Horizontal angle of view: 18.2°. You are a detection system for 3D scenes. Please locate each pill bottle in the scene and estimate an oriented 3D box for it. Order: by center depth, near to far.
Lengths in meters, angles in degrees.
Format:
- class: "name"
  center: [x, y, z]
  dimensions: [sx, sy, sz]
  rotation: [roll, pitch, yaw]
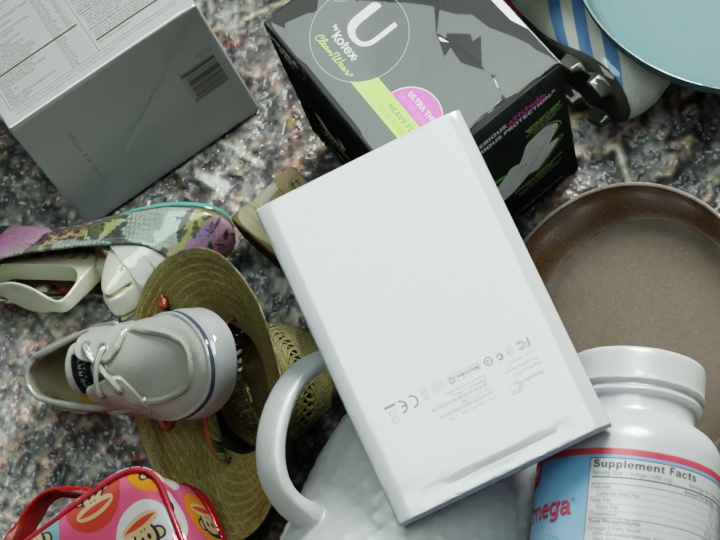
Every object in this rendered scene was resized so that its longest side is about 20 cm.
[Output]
- class: "pill bottle"
  center: [0.152, 0.151, 1.295]
  dimensions: [0.108, 0.109, 0.201]
  rotation: [1, 68, 16]

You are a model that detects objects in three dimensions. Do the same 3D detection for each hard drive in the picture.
- class: "hard drive"
  center: [0.040, 0.027, 1.281]
  dimensions: [0.132, 0.025, 0.200]
  rotation: [-26, 77, 5]

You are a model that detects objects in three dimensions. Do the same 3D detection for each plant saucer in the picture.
- class: "plant saucer"
  center: [0.169, 0.046, 1.396]
  dimensions: [0.200, 0.032, 0.201]
  rotation: [-7, 77, 34]
- class: "plant saucer"
  center: [0.237, -0.185, 1.483]
  dimensions: [0.199, 0.027, 0.201]
  rotation: [4, 53, -5]

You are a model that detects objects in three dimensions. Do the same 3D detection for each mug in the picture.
- class: "mug"
  center: [0.022, 0.128, 1.346]
  dimensions: [0.148, 0.200, 0.176]
  rotation: [-12, 49, 55]

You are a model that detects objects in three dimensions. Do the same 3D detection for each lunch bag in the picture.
- class: "lunch bag"
  center: [-0.170, 0.218, 1.401]
  dimensions: [0.200, 0.082, 0.176]
  rotation: [-34, 62, 14]

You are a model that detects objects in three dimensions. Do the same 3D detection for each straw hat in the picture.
- class: "straw hat"
  center: [-0.066, 0.073, 1.445]
  dimensions: [0.085, 0.201, 0.201]
  rotation: [-6, 56, -33]

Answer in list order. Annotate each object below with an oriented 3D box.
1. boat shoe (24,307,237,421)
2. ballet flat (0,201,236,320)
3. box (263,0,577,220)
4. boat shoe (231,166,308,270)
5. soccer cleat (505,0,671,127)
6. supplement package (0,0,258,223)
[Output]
- class: "boat shoe"
  center: [-0.153, 0.063, 1.431]
  dimensions: [0.200, 0.070, 0.071]
  rotation: [-3, 93, 55]
- class: "ballet flat"
  center: [-0.180, 0.000, 1.518]
  dimensions: [0.199, 0.069, 0.071]
  rotation: [-4, 42, 21]
- class: "box"
  center: [0.042, -0.109, 1.428]
  dimensions: [0.124, 0.200, 0.149]
  rotation: [-39, 73, -5]
- class: "boat shoe"
  center: [0.000, 0.000, 1.475]
  dimensions: [0.200, 0.071, 0.065]
  rotation: [40, 82, 28]
- class: "soccer cleat"
  center: [0.135, -0.177, 1.527]
  dimensions: [0.086, 0.070, 0.200]
  rotation: [-37, 64, -20]
- class: "supplement package"
  center: [-0.199, -0.173, 1.562]
  dimensions: [0.150, 0.152, 0.200]
  rotation: [-34, 62, -2]
